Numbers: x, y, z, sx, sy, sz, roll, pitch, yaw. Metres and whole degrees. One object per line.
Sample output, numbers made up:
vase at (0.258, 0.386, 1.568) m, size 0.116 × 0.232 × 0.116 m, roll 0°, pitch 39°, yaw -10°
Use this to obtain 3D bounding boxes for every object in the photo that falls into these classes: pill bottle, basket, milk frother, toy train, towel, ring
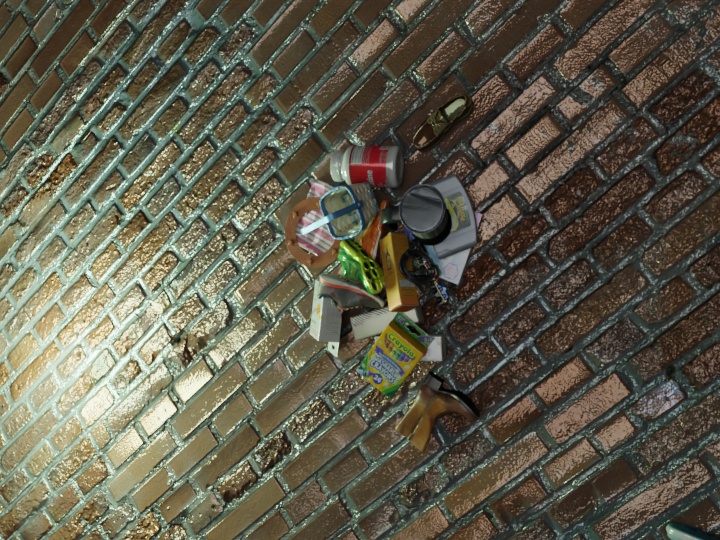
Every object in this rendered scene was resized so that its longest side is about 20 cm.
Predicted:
pill bottle at (0.018, -0.293, 1.713) m, size 0.193 × 0.112 × 0.117 m, roll 4°, pitch 92°, yaw 19°
basket at (-0.054, -0.155, 1.662) m, size 0.174 × 0.197 × 0.143 m, roll -15°, pitch 97°, yaw 54°
milk frother at (0.155, -0.085, 1.537) m, size 0.176 × 0.188 × 0.206 m, roll -23°, pitch 79°, yaw 11°
toy train at (0.190, 0.004, 1.658) m, size 0.045 × 0.034 × 0.204 m, roll -27°, pitch 82°, yaw 5°
towel at (-0.116, -0.151, 1.804) m, size 0.143 × 0.030 × 0.205 m, roll 27°, pitch 98°, yaw 16°
ring at (-0.134, -0.112, 1.788) m, size 0.193 × 0.019 × 0.208 m, roll 0°, pitch 91°, yaw 15°

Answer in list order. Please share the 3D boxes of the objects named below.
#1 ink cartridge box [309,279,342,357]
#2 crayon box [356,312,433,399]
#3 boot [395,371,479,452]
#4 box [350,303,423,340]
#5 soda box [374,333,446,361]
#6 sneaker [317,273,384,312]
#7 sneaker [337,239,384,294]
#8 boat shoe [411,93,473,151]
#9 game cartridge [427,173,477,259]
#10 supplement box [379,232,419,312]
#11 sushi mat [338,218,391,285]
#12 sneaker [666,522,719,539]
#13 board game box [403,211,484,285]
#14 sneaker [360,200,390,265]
ink cartridge box at (-0.099, 0.136, 1.749) m, size 0.066 × 0.115 × 0.208 m, roll 5°, pitch 92°, yaw -17°
crayon box at (0.092, 0.231, 1.656) m, size 0.124 × 0.051 × 0.203 m, roll 36°, pitch 110°, yaw 8°
boot at (0.211, 0.417, 1.679) m, size 0.185 × 0.068 × 0.204 m, roll 31°, pitch 101°, yaw 15°
box at (0.075, 0.137, 1.716) m, size 0.194 × 0.082 × 0.071 m, roll -18°, pitch 83°, yaw 16°
soda box at (0.140, 0.215, 1.703) m, size 0.193 × 0.063 × 0.071 m, roll -2°, pitch 90°, yaw 18°
sneaker at (-0.031, 0.077, 1.675) m, size 0.194 × 0.077 × 0.084 m, roll 20°, pitch 97°, yaw -7°
sneaker at (0.000, 0.000, 1.676) m, size 0.201 × 0.072 × 0.085 m, roll 54°, pitch 131°, yaw 37°
boat shoe at (0.219, -0.413, 1.663) m, size 0.199 × 0.074 × 0.076 m, roll -42°, pitch 78°, yaw 14°
game cartridge at (0.240, -0.149, 1.637) m, size 0.129 × 0.041 × 0.206 m, roll -19°, pitch 83°, yaw 13°
supplement box at (0.103, 0.004, 1.640) m, size 0.066 × 0.067 × 0.207 m, roll -32°, pitch 62°, yaw 53°
sushi mat at (0.014, -0.056, 1.769) m, size 0.094 × 0.012 × 0.205 m, roll 28°, pitch 99°, yaw 16°
sneaker at (0.828, 0.707, 1.467) m, size 0.195 × 0.079 × 0.135 m, roll 18°, pitch 95°, yaw 18°
board game box at (0.218, -0.091, 1.684) m, size 0.194 × 0.041 × 0.206 m, roll 21°, pitch 97°, yaw 17°
sneaker at (0.037, -0.101, 1.719) m, size 0.075 × 0.073 × 0.206 m, roll 19°, pitch 94°, yaw 26°
